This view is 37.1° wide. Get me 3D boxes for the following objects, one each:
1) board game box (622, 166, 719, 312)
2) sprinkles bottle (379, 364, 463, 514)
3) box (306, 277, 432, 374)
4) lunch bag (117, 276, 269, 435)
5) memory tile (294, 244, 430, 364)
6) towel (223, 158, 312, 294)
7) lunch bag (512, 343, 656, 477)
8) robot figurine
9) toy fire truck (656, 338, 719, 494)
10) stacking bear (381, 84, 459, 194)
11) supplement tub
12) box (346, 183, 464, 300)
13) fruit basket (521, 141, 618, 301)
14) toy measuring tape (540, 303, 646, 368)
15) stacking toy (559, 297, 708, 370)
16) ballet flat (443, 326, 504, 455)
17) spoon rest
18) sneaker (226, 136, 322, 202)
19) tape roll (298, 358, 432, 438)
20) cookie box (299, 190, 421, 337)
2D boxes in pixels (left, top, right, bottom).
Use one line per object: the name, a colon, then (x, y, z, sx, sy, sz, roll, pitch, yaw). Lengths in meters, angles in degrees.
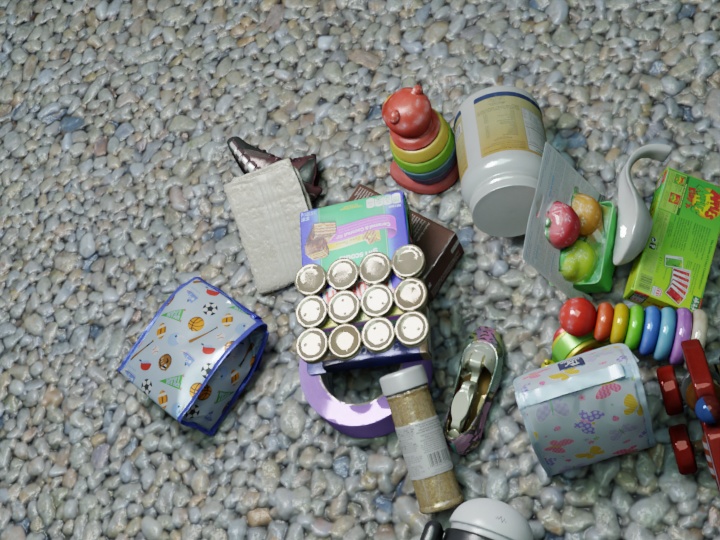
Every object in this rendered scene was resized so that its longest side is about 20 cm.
board game box: (0.460, -0.038, 1.559, 0.100, 0.048, 0.203, 20, 72, 3)
sprinkles bottle: (0.086, 0.239, 1.524, 0.067, 0.068, 0.203, -18, 85, 10)
box: (0.007, 0.086, 1.615, 0.197, 0.032, 0.123, -10, 62, 16)
lunch bag: (-0.256, 0.130, 1.711, 0.169, 0.124, 0.202, 30, 86, 29)
memory tile: (0.001, 0.049, 1.521, 0.197, 0.017, 0.156, -10, 65, 13)
towel: (-0.139, -0.073, 1.772, 0.131, 0.034, 0.203, -17, 91, 12)
lunch bag: (0.301, 0.179, 1.443, 0.167, 0.200, 0.129, -19, 61, 10)
robot figurine: (0.157, 0.407, 1.432, 0.124, 0.150, 0.203, 2, 65, 44)
toy fire truck: (0.454, 0.196, 1.379, 0.110, 0.168, 0.203, -13, 97, 12)
stacking bear: (0.090, -0.216, 1.706, 0.121, 0.200, 0.114, -44, 59, -6)
supplement tub: (0.221, -0.168, 1.655, 0.142, 0.145, 0.203, -12, 53, 13)
box: (0.056, -0.047, 1.713, 0.199, 0.075, 0.101, 30, 77, 30)
fruit basket: (0.297, -0.057, 1.560, 0.093, 0.199, 0.188, -8, 60, 46)
toy measuring tape: (0.342, 0.088, 1.547, 0.199, 0.074, 0.074, -36, 59, 1)
stacking toy: (0.376, 0.077, 1.492, 0.197, 0.086, 0.087, 13, 69, 9)
ballet flat: (0.165, 0.168, 1.571, 0.068, 0.071, 0.203, 10, 69, 22)
spoon rest: (0.398, -0.099, 1.555, 0.060, 0.100, 0.202, 21, 65, 4)
sneaker: (-0.136, -0.180, 1.852, 0.115, 0.076, 0.200, -38, 69, -7)
tape roll: (0.008, 0.150, 1.640, 0.197, 0.066, 0.203, -8, 64, 16)
cookie box: (0.000, 0.000, 1.596, 0.168, 0.075, 0.203, -11, 63, 12)
